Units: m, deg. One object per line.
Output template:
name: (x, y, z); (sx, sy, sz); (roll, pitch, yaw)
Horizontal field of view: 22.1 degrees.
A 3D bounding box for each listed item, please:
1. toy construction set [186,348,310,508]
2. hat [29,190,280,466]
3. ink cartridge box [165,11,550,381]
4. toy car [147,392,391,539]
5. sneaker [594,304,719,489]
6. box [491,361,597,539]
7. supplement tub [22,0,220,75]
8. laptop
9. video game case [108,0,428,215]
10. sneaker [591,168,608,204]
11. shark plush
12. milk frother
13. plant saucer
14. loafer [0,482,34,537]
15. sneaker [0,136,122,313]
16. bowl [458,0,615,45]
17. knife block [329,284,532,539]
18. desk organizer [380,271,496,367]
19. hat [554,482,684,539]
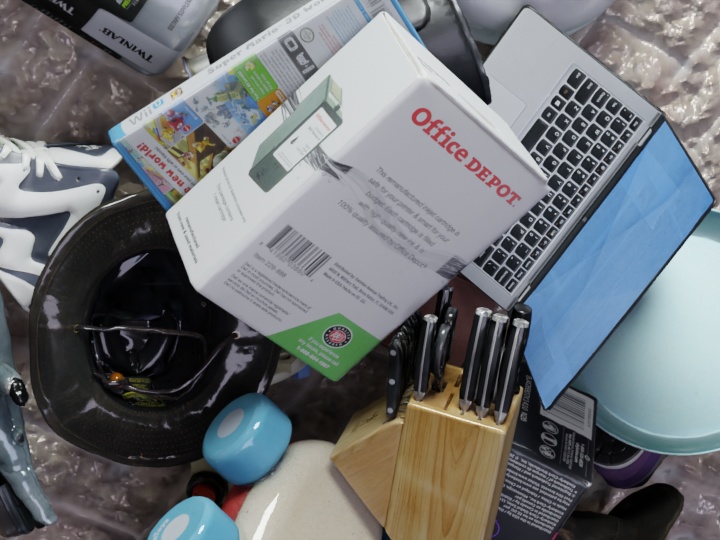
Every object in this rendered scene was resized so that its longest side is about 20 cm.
toy construction set: (-0.066, 0.131, 1.390); (0.131, 0.092, 0.201); (-1, 102, 3)
hat: (-0.149, 0.033, 1.308); (0.200, 0.081, 0.201); (-5, 108, -16)
ink cartridge box: (-0.001, -0.044, 1.187); (0.200, 0.084, 0.146); (-41, 131, 13)
toy car: (-0.094, 0.210, 1.303); (0.184, 0.200, 0.177); (46, 51, -25)
sneaker: (0.252, 0.087, 1.479); (0.200, 0.076, 0.088); (-48, 145, -8)
box: (0.085, 0.176, 1.384); (0.106, 0.122, 0.200); (27, 120, -5)
supplement tub: (-0.191, -0.230, 1.235); (0.200, 0.123, 0.123); (30, 98, -20)
laptop: (0.122, -0.047, 1.269); (0.200, 0.116, 0.187); (40, 111, 10)
video game case: (-0.044, -0.094, 1.198); (0.200, 0.018, 0.143); (-32, 133, 5)
sneaker: (0.145, -0.074, 1.355); (0.199, 0.131, 0.080); (14, 93, -18)
shark plush: (-0.261, 0.084, 1.271); (0.091, 0.083, 0.201); (-7, 86, -43)
milk frother: (-0.037, -0.178, 1.278); (0.188, 0.200, 0.181); (-24, 138, -2)
plant saucer: (0.246, 0.047, 1.424); (0.199, 0.027, 0.201); (-2, 72, 8)
loafer: (-0.306, 0.115, 1.345); (0.072, 0.073, 0.200); (-28, 102, 5)
sneaker: (-0.232, -0.078, 1.295); (0.129, 0.079, 0.199); (-33, 111, -3)
bowl: (0.129, -0.252, 1.324); (0.200, 0.090, 0.202); (-4, 108, -12)
knife block: (0.078, 0.113, 1.242); (0.175, 0.064, 0.200); (-29, 104, 29)
desk organizer: (0.000, 0.000, 1.379); (0.200, 0.072, 0.077); (25, 102, -19)
hat: (0.161, 0.224, 1.430); (0.081, 0.201, 0.201); (36, 96, -4)
